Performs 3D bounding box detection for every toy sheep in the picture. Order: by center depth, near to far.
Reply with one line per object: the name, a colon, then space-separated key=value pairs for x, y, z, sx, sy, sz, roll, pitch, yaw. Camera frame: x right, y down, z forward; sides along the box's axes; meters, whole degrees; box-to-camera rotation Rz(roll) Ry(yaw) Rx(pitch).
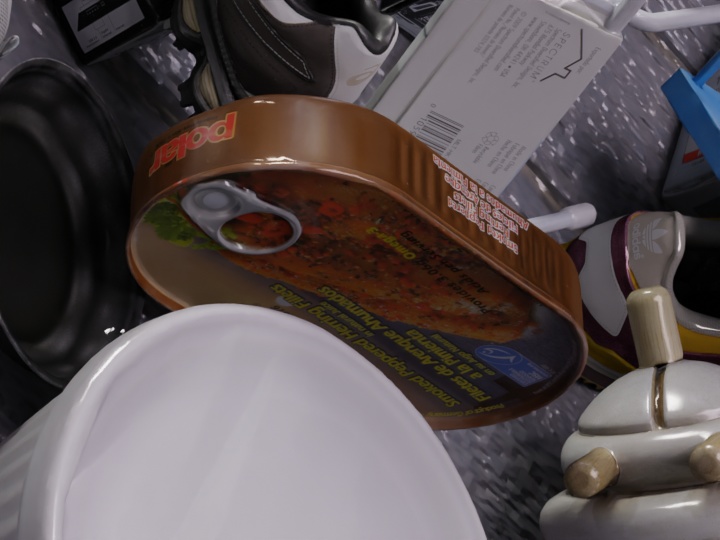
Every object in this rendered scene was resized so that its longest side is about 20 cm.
toy sheep: x=0.130 y=0.105 z=1.158 sx=0.138 sy=0.138 sz=0.201 roll=-10 pitch=96 yaw=-47

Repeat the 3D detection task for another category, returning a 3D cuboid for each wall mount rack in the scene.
wall mount rack: x=0.061 y=-0.073 z=1.142 sx=0.174 sy=0.200 sz=0.075 roll=23 pitch=31 yaw=-27

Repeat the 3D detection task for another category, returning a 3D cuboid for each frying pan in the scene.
frying pan: x=-0.124 y=-0.029 z=0.994 sx=0.190 sy=0.031 sz=0.115 roll=41 pitch=47 yaw=-54

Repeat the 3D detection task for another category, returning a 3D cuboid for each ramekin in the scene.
ramekin: x=-0.052 y=0.119 z=0.995 sx=0.202 sy=0.094 sz=0.203 roll=20 pitch=60 yaw=-39

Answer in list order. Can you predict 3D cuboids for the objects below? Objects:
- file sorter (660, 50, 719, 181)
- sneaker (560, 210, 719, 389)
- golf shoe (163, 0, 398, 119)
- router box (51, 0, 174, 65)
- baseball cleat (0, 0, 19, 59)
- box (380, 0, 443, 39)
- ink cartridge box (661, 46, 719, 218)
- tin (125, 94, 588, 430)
file sorter: x=0.252 y=-0.038 z=1.244 sx=0.200 sy=0.123 sz=0.139 roll=29 pitch=22 yaw=-35
sneaker: x=0.166 y=0.028 z=1.258 sx=0.200 sy=0.090 sz=0.075 roll=18 pitch=60 yaw=-39
golf shoe: x=-0.037 y=-0.146 z=1.052 sx=0.078 sy=0.094 sz=0.200 roll=-16 pitch=83 yaw=-40
router box: x=-0.058 y=-0.179 z=1.150 sx=0.200 sy=0.051 sz=0.149 roll=-27 pitch=92 yaw=-46
baseball cleat: x=-0.180 y=-0.154 z=1.018 sx=0.106 sy=0.070 sz=0.200 roll=-38 pitch=111 yaw=-53
box: x=0.098 y=-0.194 z=1.239 sx=0.050 sy=0.158 sz=0.200 roll=37 pitch=50 yaw=-28
ink cartridge box: x=0.222 y=-0.060 z=1.394 sx=0.162 sy=0.050 sz=0.200 roll=42 pitch=42 yaw=-24
tin: x=0.000 y=0.000 z=1.080 sx=0.200 sy=0.112 sz=0.042 roll=35 pitch=40 yaw=-42
